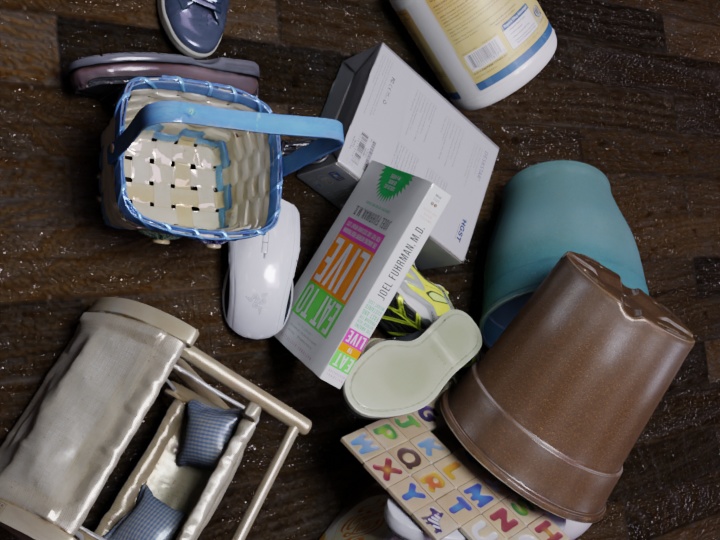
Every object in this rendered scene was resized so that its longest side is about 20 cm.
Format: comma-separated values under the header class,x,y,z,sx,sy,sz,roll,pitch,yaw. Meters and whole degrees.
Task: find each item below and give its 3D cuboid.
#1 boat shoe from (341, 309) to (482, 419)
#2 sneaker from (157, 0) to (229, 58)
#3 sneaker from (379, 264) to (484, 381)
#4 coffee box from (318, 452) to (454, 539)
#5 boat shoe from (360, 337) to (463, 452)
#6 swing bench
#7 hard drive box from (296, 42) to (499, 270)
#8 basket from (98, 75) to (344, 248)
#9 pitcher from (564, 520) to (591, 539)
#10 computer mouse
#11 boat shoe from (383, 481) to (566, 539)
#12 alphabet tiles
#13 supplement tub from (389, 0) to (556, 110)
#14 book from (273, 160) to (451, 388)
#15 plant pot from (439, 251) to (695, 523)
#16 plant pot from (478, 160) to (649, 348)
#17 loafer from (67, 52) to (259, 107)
class,x,y,z,sx,sy,sz,roll,pitch,yaw
boat shoe,0.041,0.100,0.966,0.075,0.066,0.199,52,43,5
sneaker,-0.141,-0.307,0.944,0.074,0.084,0.204,13,75,-37
sneaker,0.091,0.062,1.090,0.200,0.075,0.077,48,47,-30
coffee box,0.024,0.279,0.974,0.200,0.114,0.080,-47,111,-35
boat shoe,0.076,0.140,1.069,0.200,0.064,0.073,42,59,-27
swing bench,-0.181,0.157,0.811,0.200,0.129,0.201,42,60,-27
hard drive box,0.047,-0.119,1.077,0.199,0.076,0.158,36,62,-30
basket,-0.130,-0.096,0.840,0.174,0.199,0.142,3,73,-32
pitcher,0.178,0.264,1.108,0.199,0.171,0.122,8,47,-56
computer mouse,-0.090,-0.036,0.952,0.108,0.044,0.204,5,79,-10
boat shoe,0.107,0.248,0.934,0.197,0.069,0.057,10,121,-25
alphabet tiles,0.100,0.202,0.933,0.166,0.008,0.200,-14,47,-47
supplement tub,0.120,-0.304,1.123,0.201,0.144,0.145,54,55,-20
book,0.000,0.000,0.936,0.048,0.133,0.202,30,90,-27
plant pot,0.213,0.105,0.971,0.198,0.201,0.200,22,109,-35
plant pot,0.234,-0.016,1.157,0.198,0.199,0.191,24,53,-34
loafer,-0.172,-0.164,0.909,0.198,0.071,0.064,-9,93,-43
